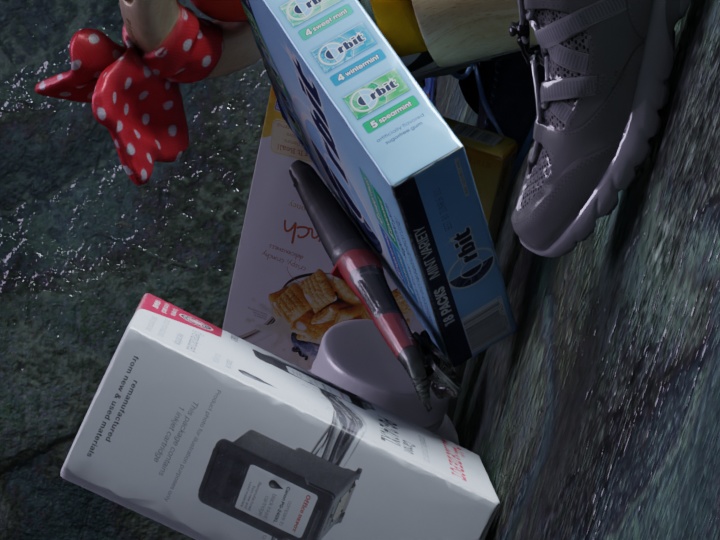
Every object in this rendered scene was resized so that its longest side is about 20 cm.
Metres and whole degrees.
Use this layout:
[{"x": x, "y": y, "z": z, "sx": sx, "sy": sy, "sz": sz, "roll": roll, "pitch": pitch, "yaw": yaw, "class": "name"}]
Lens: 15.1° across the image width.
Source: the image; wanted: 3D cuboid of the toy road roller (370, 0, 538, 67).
[{"x": 0.059, "y": -0.212, "z": 1.370, "sx": 0.200, "sy": 0.122, "sz": 0.146, "roll": -85, "pitch": -22, "yaw": -52, "class": "toy road roller"}]

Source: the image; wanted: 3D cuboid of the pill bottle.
[{"x": -0.010, "y": 0.131, "z": 1.537, "sx": 0.109, "sy": 0.109, "sz": 0.201, "roll": -80, "pitch": 6, "yaw": -62, "class": "pill bottle"}]

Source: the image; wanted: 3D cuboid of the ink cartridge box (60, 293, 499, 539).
[{"x": -0.037, "y": 0.097, "z": 1.343, "sx": 0.145, "sy": 0.199, "sz": 0.084, "roll": -105, "pitch": 41, "yaw": -84, "class": "ink cartridge box"}]

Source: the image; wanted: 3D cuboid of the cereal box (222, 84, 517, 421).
[{"x": 0.000, "y": 0.000, "z": 1.566, "sx": 0.040, "sy": 0.143, "sz": 0.201, "roll": -46, "pitch": -30, "yaw": -64, "class": "cereal box"}]

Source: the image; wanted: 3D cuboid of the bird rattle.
[{"x": -0.084, "y": -0.152, "z": 1.454, "sx": 0.113, "sy": 0.162, "sz": 0.201, "roll": 32, "pitch": 132, "yaw": 47, "class": "bird rattle"}]

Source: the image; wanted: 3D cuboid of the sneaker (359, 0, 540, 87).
[{"x": 0.046, "y": -0.150, "z": 1.486, "sx": 0.199, "sy": 0.088, "sz": 0.074, "roll": -26, "pitch": 66, "yaw": 35, "class": "sneaker"}]

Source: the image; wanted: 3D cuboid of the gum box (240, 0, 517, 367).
[{"x": 0.003, "y": -0.072, "z": 1.397, "sx": 0.200, "sy": 0.044, "sz": 0.170, "roll": 56, "pitch": 172, "yaw": 34, "class": "gum box"}]

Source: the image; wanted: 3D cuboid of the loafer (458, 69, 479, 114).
[{"x": 0.101, "y": -0.176, "z": 1.635, "sx": 0.070, "sy": 0.068, "sz": 0.201, "roll": -28, "pitch": -40, "yaw": -35, "class": "loafer"}]

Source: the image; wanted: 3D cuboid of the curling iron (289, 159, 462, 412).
[{"x": 0.001, "y": 0.005, "z": 1.433, "sx": 0.200, "sy": 0.025, "sz": 0.050, "roll": 55, "pitch": 176, "yaw": 43, "class": "curling iron"}]

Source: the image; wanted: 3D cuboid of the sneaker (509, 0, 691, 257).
[{"x": 0.092, "y": -0.104, "z": 1.127, "sx": 0.075, "sy": 0.082, "sz": 0.201, "roll": -82, "pitch": 9, "yaw": -71, "class": "sneaker"}]

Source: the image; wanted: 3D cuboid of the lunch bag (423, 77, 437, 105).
[{"x": 0.008, "y": -0.066, "z": 1.714, "sx": 0.160, "sy": 0.075, "sz": 0.201, "roll": -92, "pitch": 11, "yaw": -86, "class": "lunch bag"}]

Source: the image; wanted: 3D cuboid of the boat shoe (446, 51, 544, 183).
[{"x": 0.088, "y": -0.147, "z": 1.562, "sx": 0.084, "sy": 0.068, "sz": 0.201, "roll": -89, "pitch": 15, "yaw": -80, "class": "boat shoe"}]
